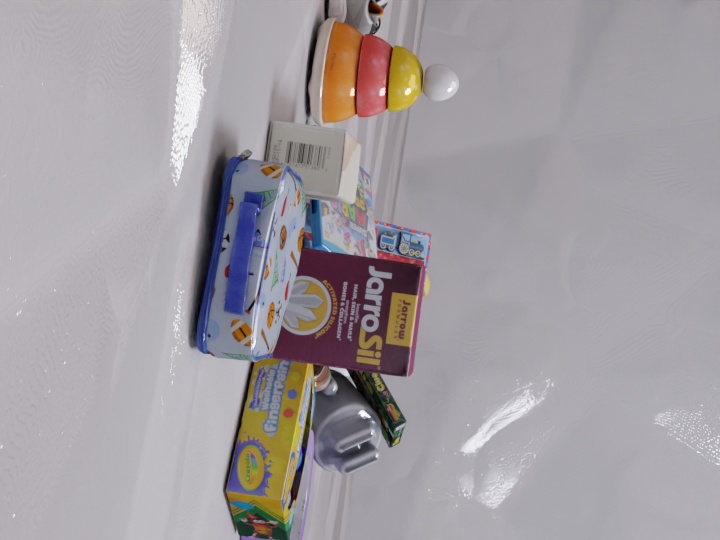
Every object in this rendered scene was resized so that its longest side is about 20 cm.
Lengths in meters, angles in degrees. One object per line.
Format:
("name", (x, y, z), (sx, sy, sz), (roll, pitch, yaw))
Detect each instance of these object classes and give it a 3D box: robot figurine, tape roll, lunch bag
("robot figurine", (-0.042, 0.217, 1.950), (0.200, 0.111, 0.172), (-136, -146, -55))
("tape roll", (-0.111, 0.312, 1.807), (0.200, 0.064, 0.204), (8, 90, -84))
("lunch bag", (-0.107, -0.014, 1.294), (0.160, 0.074, 0.204), (18, 81, -83))

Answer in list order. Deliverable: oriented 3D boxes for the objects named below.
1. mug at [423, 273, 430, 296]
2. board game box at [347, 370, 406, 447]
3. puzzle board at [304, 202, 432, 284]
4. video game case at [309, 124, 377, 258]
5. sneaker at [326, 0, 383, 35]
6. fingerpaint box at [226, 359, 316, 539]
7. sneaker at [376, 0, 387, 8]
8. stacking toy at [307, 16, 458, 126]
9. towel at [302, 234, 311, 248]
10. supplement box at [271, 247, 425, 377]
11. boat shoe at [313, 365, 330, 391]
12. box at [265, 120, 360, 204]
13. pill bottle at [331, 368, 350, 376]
("mug", (-0.004, -0.017, 1.962), (0.153, 0.184, 0.152), (57, 16, -69))
("board game box", (0.007, 0.154, 1.948), (0.202, 0.023, 0.105), (60, -17, 19))
("puzzle board", (0.000, 0.000, 1.863), (0.017, 0.197, 0.153), (152, -51, -69))
("video game case", (-0.023, -0.081, 1.801), (0.143, 0.018, 0.203), (40, 36, -45))
("sneaker", (-0.008, -0.338, 1.886), (0.202, 0.078, 0.075), (94, 4, -49))
("fingerpaint box", (-0.105, 0.211, 1.652), (0.168, 0.072, 0.203), (89, 10, -61))
("sneaker", (0.009, -0.398, 2.026), (0.200, 0.072, 0.081), (-70, 169, -66))
("stacking toy", (0.034, -0.256, 1.801), (0.146, 0.196, 0.149), (9, 90, -85))
("towel", (-0.089, 0.053, 1.736), (0.202, 0.048, 0.113), (91, 6, -49))
("supplement box", (-0.030, 0.045, 1.542), (0.103, 0.196, 0.133), (9, 88, -85))
("boat shoe", (-0.076, 0.103, 1.882), (0.201, 0.074, 0.073), (-93, -176, -65))
("box", (-0.055, -0.127, 1.604), (0.200, 0.093, 0.079), (-16, 114, -86))
("pill bottle", (-0.026, 0.064, 2.164), (0.104, 0.102, 0.204), (-45, 143, -82))
